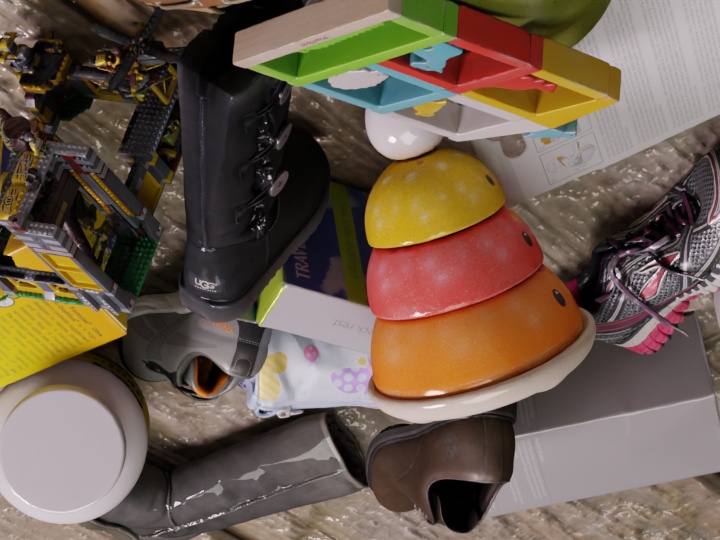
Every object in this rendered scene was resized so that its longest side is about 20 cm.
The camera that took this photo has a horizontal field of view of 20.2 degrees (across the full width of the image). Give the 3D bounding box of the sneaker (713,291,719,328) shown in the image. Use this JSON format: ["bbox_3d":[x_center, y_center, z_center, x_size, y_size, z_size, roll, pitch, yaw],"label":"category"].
[{"bbox_3d":[0.306,-0.012,1.415,0.088,0.075,0.200,-9,140,-14],"label":"sneaker"}]

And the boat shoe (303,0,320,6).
[{"bbox_3d":[0.063,-0.155,1.199,0.201,0.086,0.075,-11,140,7],"label":"boat shoe"}]

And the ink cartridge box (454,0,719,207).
[{"bbox_3d":[0.152,-0.133,1.228,0.199,0.050,0.162,-22,144,4],"label":"ink cartridge box"}]

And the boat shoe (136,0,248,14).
[{"bbox_3d":[-0.093,-0.170,1.104,0.074,0.076,0.200,38,164,-28],"label":"boat shoe"}]

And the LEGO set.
[{"bbox_3d":[-0.183,-0.072,1.173,0.153,0.200,0.116,17,161,29],"label":"LEGO set"}]

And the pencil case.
[{"bbox_3d":[0.014,0.064,1.447,0.199,0.091,0.083,3,140,-11],"label":"pencil case"}]

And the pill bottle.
[{"bbox_3d":[-0.201,0.114,1.390,0.111,0.112,0.200,-1,-178,-6],"label":"pill bottle"}]

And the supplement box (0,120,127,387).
[{"bbox_3d":[-0.264,0.007,1.333,0.200,0.109,0.110,-23,137,18],"label":"supplement box"}]

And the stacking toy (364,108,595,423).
[{"bbox_3d":[0.049,-0.022,1.217,0.146,0.146,0.201,-15,106,11],"label":"stacking toy"}]

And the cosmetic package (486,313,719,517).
[{"bbox_3d":[0.171,0.112,1.528,0.199,0.090,0.107,-13,139,4],"label":"cosmetic package"}]

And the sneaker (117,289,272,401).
[{"bbox_3d":[-0.120,0.054,1.402,0.074,0.080,0.200,15,161,-24],"label":"sneaker"}]

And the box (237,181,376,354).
[{"bbox_3d":[0.000,0.000,1.344,0.199,0.122,0.048,16,129,-25],"label":"box"}]

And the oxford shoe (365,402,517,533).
[{"bbox_3d":[0.051,0.147,1.421,0.072,0.085,0.200,3,160,-17],"label":"oxford shoe"}]

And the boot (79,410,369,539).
[{"bbox_3d":[-0.112,0.154,1.553,0.199,0.073,0.182,-15,153,21],"label":"boot"}]

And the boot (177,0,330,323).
[{"bbox_3d":[-0.060,-0.090,1.210,0.065,0.165,0.200,14,138,11],"label":"boot"}]

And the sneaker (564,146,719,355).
[{"bbox_3d":[0.206,-0.011,1.391,0.074,0.081,0.200,13,137,-18],"label":"sneaker"}]

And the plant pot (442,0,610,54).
[{"bbox_3d":[0.062,-0.209,1.076,0.200,0.201,0.193,-14,152,9],"label":"plant pot"}]

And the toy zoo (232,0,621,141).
[{"bbox_3d":[0.048,-0.107,1.100,0.200,0.021,0.131,15,163,-37],"label":"toy zoo"}]
